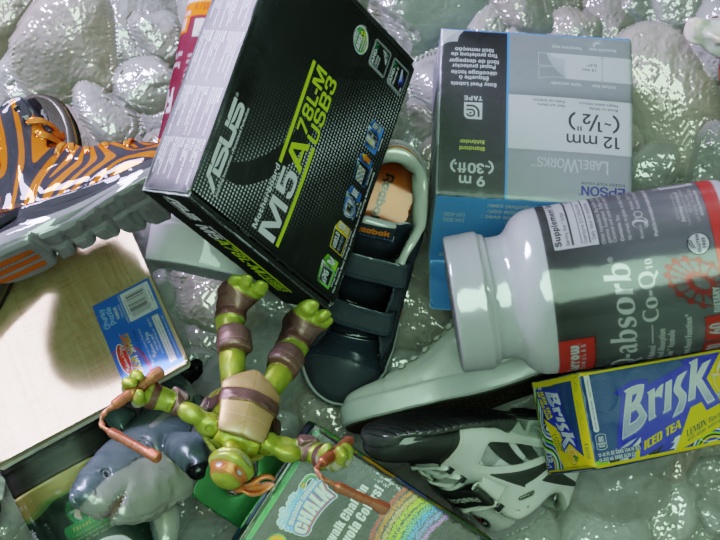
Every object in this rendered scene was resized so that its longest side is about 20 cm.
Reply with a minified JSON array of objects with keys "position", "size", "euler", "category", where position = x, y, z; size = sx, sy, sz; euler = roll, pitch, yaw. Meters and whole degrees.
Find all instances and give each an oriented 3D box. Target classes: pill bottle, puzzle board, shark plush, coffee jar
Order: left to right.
[{"position":[-0.217,0.032,1.550],"size":[0.150,0.017,0.200],"euler":[-28,53,-1],"category":"puzzle board"},{"position":[-0.179,0.198,1.547],"size":[0.085,0.104,0.201],"euler":[-28,86,-4],"category":"coffee jar"},{"position":[-0.146,0.100,1.519],"size":[0.083,0.091,0.201],"euler":[17,48,-8],"category":"shark plush"},{"position":[-0.088,-0.095,1.571],"size":[0.114,0.114,0.201],"euler":[12,84,-1],"category":"pill bottle"},{"position":[0.161,0.009,1.496],"size":[0.199,0.116,0.116],"euler":[-9,86,0],"category":"pill bottle"}]

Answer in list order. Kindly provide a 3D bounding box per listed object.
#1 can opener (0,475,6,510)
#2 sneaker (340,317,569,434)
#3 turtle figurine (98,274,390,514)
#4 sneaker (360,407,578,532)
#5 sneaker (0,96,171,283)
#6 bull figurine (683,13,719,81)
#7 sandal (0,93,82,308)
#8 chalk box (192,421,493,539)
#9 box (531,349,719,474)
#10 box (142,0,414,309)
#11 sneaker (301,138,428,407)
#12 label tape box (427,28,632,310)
[{"position":[-0.287,0.178,1.567],"size":[0.052,0.066,0.201],"euler":[9,90,0],"category":"can opener"},{"position":[0.073,0.061,1.594],"size":[0.199,0.073,0.085],"euler":[-17,72,-8],"category":"sneaker"},{"position":[-0.067,0.091,1.467],"size":[0.199,0.065,0.162],"euler":[16,54,-2],"category":"turtle figurine"},{"position":[0.085,0.142,1.543],"size":[0.199,0.074,0.089],"euler":[4,92,-37],"category":"sneaker"},{"position":[-0.190,-0.079,1.497],"size":[0.199,0.078,0.112],"euler":[-21,69,1],"category":"sneaker"},{"position":[0.318,-0.117,1.593],"size":[0.200,0.121,0.065],"euler":[45,108,-3],"category":"bull figurine"},{"position":[-0.266,-0.043,1.565],"size":[0.081,0.055,0.201],"euler":[20,71,29],"category":"sandal"},{"position":[-0.021,0.186,1.542],"size":[0.200,0.124,0.125],"euler":[34,86,-1],"category":"chalk box"},{"position":[0.224,0.095,1.553],"size":[0.199,0.064,0.070],"euler":[-8,85,-29],"category":"box"},{"position":[-0.050,-0.101,1.482],"size":[0.047,0.193,0.201],"euler":[9,71,31],"category":"box"},{"position":[0.000,0.000,1.585],"size":[0.078,0.079,0.201],"euler":[12,86,-2],"category":"sneaker"},{"position":[0.123,-0.071,1.577],"size":[0.143,0.066,0.201],"euler":[4,67,-3],"category":"label tape box"}]
